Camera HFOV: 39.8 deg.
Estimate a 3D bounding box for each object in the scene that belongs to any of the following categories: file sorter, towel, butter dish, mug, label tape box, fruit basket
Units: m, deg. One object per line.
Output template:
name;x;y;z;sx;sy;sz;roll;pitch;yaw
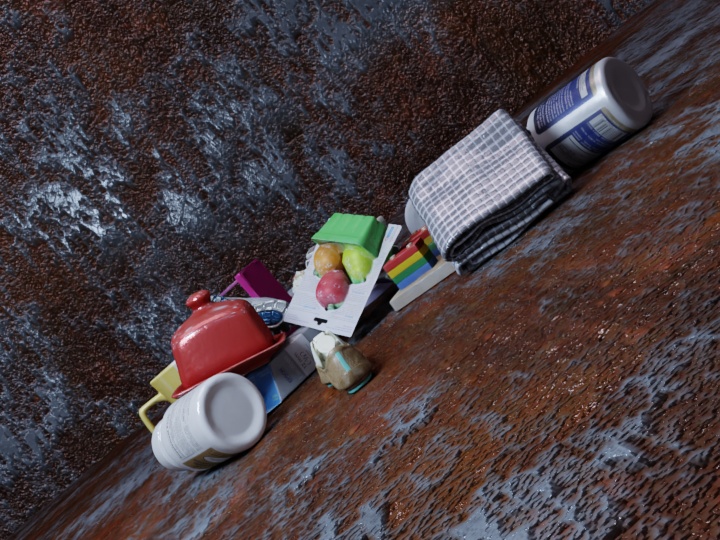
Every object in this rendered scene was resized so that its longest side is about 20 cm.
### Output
file sorter;-0.191;0.104;1.901;0.125;0.200;0.139;-40;4;14
towel;0.173;-0.113;1.378;0.199;0.086;0.166;-38;40;10
butter dish;-0.232;0.102;1.602;0.199;0.149;0.199;-27;2;-3
mug;-0.286;0.221;1.795;0.186;0.154;0.149;-38;5;19
label tape box;-0.140;0.173;1.659;0.200;0.066;0.143;-40;4;-34
fruit basket;-0.028;0.009;1.641;0.184;0.093;0.202;7;74;49

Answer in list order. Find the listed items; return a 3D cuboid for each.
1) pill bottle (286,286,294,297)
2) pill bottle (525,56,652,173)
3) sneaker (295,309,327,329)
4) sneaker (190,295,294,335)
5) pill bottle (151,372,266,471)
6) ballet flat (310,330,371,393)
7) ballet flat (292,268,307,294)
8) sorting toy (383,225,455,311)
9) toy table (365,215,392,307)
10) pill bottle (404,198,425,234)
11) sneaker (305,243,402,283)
pill bottle;-0.091;0.062;2.065;0.108;0.109;0.200;-35;6;41
pill bottle;0.313;-0.210;1.444;0.200;0.111;0.111;-34;6;45
sneaker;-0.072;0.080;1.770;0.081;0.078;0.200;-1;-18;-17
sneaker;-0.200;0.080;1.758;0.198;0.076;0.087;4;7;11
pill bottle;-0.232;0.234;1.476;0.114;0.115;0.200;-43;6;-41
ballet flat;-0.033;0.115;1.299;0.068;0.073;0.200;-39;4;-5
ballet flat;-0.034;0.001;1.828;0.198;0.076;0.064;-14;37;-14
sorting toy;0.136;-0.050;1.571;0.198;0.070;0.200;-37;5;31
toy table;0.013;-0.015;1.940;0.183;0.117;0.200;-36;4;30
pill bottle;0.161;-0.129;1.884;0.110;0.111;0.200;-36;5;29
sneaker;0.000;0.000;1.761;0.084;0.198;0.082;116;158;-67
